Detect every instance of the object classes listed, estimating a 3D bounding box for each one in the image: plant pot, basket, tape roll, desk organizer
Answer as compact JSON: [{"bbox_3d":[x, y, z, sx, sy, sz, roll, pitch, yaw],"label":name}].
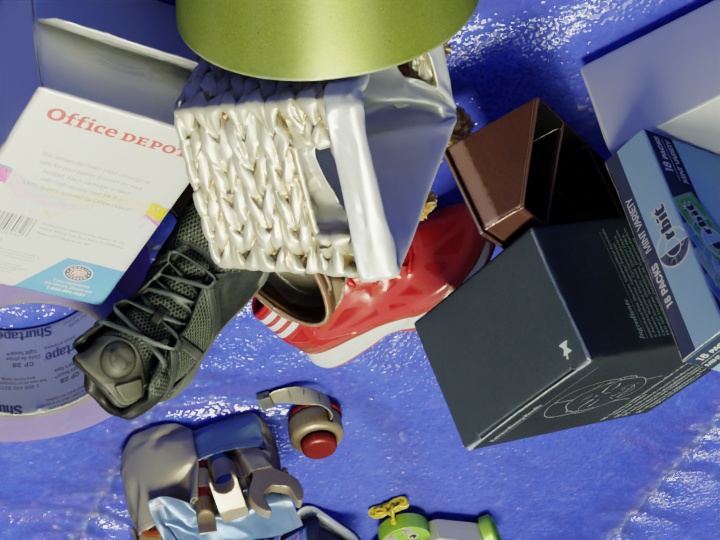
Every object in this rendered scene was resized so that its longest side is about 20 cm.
[{"bbox_3d":[-0.029,-0.244,1.191,0.187,0.187,0.200,-10,126,-4],"label":"plant pot"},{"bbox_3d":[-0.025,-0.099,1.290,0.123,0.200,0.136,-2,124,18],"label":"basket"},{"bbox_3d":[-0.250,0.035,1.515,0.199,0.085,0.200,-9,141,-7],"label":"tape roll"},{"bbox_3d":[0.134,-0.055,1.472,0.077,0.072,0.200,-29,161,14],"label":"desk organizer"}]

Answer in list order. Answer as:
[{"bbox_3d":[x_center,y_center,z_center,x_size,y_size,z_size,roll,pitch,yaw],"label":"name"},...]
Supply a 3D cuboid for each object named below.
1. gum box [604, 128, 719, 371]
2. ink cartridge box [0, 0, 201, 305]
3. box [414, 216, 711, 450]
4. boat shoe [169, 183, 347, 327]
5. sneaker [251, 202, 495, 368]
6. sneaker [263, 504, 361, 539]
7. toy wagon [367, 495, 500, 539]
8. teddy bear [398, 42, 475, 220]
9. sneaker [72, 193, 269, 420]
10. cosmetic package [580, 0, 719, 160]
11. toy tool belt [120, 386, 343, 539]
[{"bbox_3d":[0.275,0.001,1.425,0.200,0.170,0.045,15,136,-38],"label":"gum box"},{"bbox_3d":[-0.188,-0.096,1.341,0.128,0.125,0.200,15,132,-31],"label":"ink cartridge box"},{"bbox_3d":[0.168,0.041,1.491,0.200,0.107,0.148,-7,157,-41],"label":"box"},{"bbox_3d":[-0.083,-0.033,1.460,0.200,0.072,0.076,38,116,-22],"label":"boat shoe"},{"bbox_3d":[0.000,0.000,1.550,0.200,0.079,0.115,-38,136,26],"label":"sneaker"},{"bbox_3d":[-0.093,0.269,1.853,0.199,0.070,0.109,0,135,-13],"label":"sneaker"},{"bbox_3d":[0.061,0.278,1.929,0.155,0.040,0.200,-22,140,10],"label":"toy wagon"},{"bbox_3d":[0.008,-0.096,1.444,0.145,0.067,0.200,7,136,-20],"label":"teddy bear"},{"bbox_3d":[-0.127,0.025,1.396,0.076,0.114,0.200,37,116,4],"label":"sneaker"},{"bbox_3d":[0.271,-0.134,1.459,0.200,0.085,0.108,-28,143,16],"label":"cosmetic package"},{"bbox_3d":[-0.101,0.190,1.711,0.199,0.123,0.125,-17,141,4],"label":"toy tool belt"}]
